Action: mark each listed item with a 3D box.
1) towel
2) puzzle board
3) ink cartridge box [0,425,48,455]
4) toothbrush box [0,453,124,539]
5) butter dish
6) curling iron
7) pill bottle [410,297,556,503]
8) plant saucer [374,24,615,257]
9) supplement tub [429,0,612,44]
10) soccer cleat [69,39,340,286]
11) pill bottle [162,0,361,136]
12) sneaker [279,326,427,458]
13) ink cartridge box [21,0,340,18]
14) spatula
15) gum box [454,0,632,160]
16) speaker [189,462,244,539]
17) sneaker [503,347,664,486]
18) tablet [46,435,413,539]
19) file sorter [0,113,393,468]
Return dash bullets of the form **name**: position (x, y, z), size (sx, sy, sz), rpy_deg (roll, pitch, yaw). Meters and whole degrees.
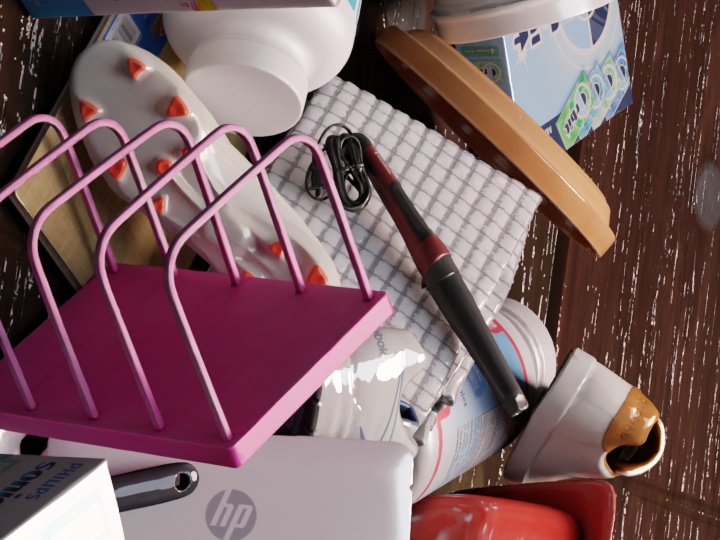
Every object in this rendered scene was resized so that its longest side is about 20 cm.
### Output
- **towel**: position (0.000, 0.000, 1.719), size (0.165, 0.086, 0.200), rpy_deg (32, 54, -6)
- **puzzle board**: position (-0.127, -0.070, 1.643), size (0.151, 0.017, 0.200), rpy_deg (58, 44, -40)
- **ink cartridge box**: position (-0.154, 0.151, 1.590), size (0.163, 0.057, 0.200), rpy_deg (-49, 120, -46)
- **toothbrush box**: position (-0.225, 0.149, 1.315), size (0.146, 0.200, 0.085), rpy_deg (-37, 122, -51)
- **butter dish**: position (0.043, 0.214, 1.804), size (0.148, 0.199, 0.200), rpy_deg (24, 69, -32)
- **curling iron**: position (0.034, 0.001, 1.669), size (0.050, 0.026, 0.200), rpy_deg (-36, 88, -14)
- **pill bottle**: position (0.045, 0.080, 1.839), size (0.200, 0.109, 0.109), rpy_deg (-26, 113, -56)
- **plant saucer**: position (0.091, -0.088, 1.839), size (0.032, 0.200, 0.200), rpy_deg (-47, 141, 0)
- **supplement tub**: position (0.084, -0.258, 1.835), size (0.145, 0.145, 0.200), rpy_deg (-31, 109, -54)
- **soccer cleat**: position (-0.088, -0.046, 1.598), size (0.200, 0.069, 0.078), rpy_deg (48, 6, -8)
- **pill bottle**: position (-0.051, -0.177, 1.646), size (0.111, 0.111, 0.200), rpy_deg (52, 39, -46)
- **sneaker**: position (-0.010, 0.114, 1.621), size (0.087, 0.075, 0.200), rpy_deg (-7, 133, -24)
- **ink cartridge box**: position (-0.097, -0.235, 1.508), size (0.147, 0.200, 0.146), rpy_deg (60, 43, -41)
- **spatula**: position (-0.176, 0.125, 1.484), size (0.200, 0.021, 0.057), rpy_deg (-9, 101, -22)
- **gum box**: position (0.123, -0.185, 2.017), size (0.170, 0.044, 0.200), rpy_deg (-36, 120, -51)
- **speaker**: position (-0.079, 0.168, 1.584), size (0.081, 0.081, 0.200), rpy_deg (-10, 94, -58)
- **sneaker**: position (0.146, 0.114, 1.848), size (0.073, 0.085, 0.200), rpy_deg (-59, 176, -15)
- **tablet**: position (-0.072, 0.152, 1.538), size (0.014, 0.200, 0.130), rpy_deg (178, -85, -77)
- **file sorter**: position (-0.115, 0.000, 1.474), size (0.139, 0.200, 0.126), rpy_deg (-44, 126, -39)
